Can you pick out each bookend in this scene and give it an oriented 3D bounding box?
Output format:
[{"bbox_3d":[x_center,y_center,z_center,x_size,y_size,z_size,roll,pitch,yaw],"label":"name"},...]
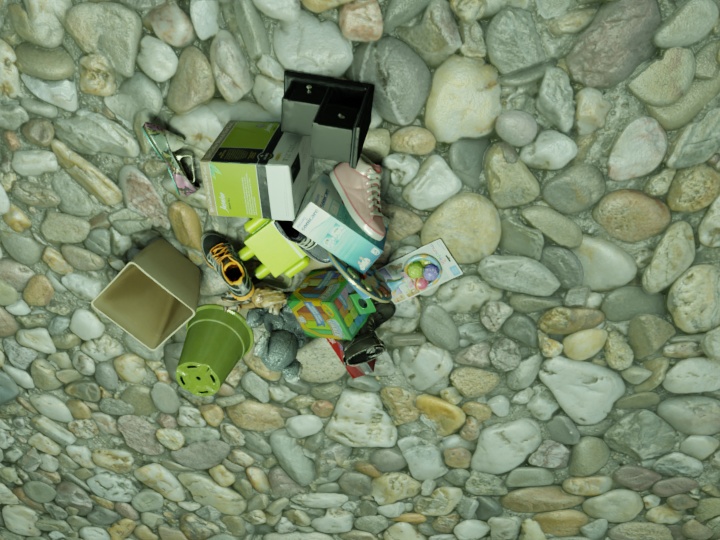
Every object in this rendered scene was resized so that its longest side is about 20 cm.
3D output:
[{"bbox_3d":[-0.084,-0.311,1.418,0.197,0.200,0.093,10,129,5],"label":"bookend"}]

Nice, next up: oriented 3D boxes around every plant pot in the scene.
[{"bbox_3d":[-0.520,0.042,1.770,0.199,0.178,0.199,41,122,-19],"label":"plant pot"},{"bbox_3d":[-0.407,0.229,1.876,0.197,0.191,0.202,5,126,7],"label":"plant pot"}]

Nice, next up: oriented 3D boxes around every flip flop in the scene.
[{"bbox_3d":[-0.270,0.008,1.772,0.197,0.058,0.082,18,127,-2],"label":"flip flop"}]

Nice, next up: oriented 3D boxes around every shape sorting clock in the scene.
[{"bbox_3d":[0.000,0.000,1.629,0.200,0.201,0.039,42,107,-18],"label":"shape sorting clock"}]

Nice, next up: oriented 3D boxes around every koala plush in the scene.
[{"bbox_3d":[-0.203,0.178,1.791,0.182,0.201,0.178,-29,115,27],"label":"koala plush"}]

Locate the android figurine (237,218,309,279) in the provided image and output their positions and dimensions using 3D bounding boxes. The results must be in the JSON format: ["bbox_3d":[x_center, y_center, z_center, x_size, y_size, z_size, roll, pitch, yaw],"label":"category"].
[{"bbox_3d":[-0.197,-0.067,1.697,0.199,0.041,0.182,-36,113,14],"label":"android figurine"}]

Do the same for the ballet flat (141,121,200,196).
[{"bbox_3d":[-0.428,-0.264,1.612,0.070,0.069,0.202,-20,125,3],"label":"ballet flat"}]

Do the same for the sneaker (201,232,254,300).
[{"bbox_3d":[-0.327,-0.021,1.705,0.200,0.078,0.077,49,168,19],"label":"sneaker"}]

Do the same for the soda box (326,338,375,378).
[{"bbox_3d":[-0.034,0.191,1.853,0.069,0.064,0.201,-19,119,22],"label":"soda box"}]

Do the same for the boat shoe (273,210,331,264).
[{"bbox_3d":[-0.131,-0.074,1.621,0.074,0.093,0.200,-40,112,17],"label":"boat shoe"}]

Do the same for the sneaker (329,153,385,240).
[{"bbox_3d":[0.017,-0.171,1.532,0.104,0.075,0.202,-38,70,22],"label":"sneaker"}]

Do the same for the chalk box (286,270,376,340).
[{"bbox_3d":[-0.056,0.084,1.702,0.198,0.124,0.126,-1,129,41],"label":"chalk box"}]

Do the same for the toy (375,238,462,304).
[{"bbox_3d":[0.137,0.016,1.704,0.198,0.048,0.116,-24,119,26],"label":"toy"}]

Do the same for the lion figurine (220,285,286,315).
[{"bbox_3d":[-0.276,0.072,1.792,0.121,0.199,0.074,-9,99,-29],"label":"lion figurine"}]

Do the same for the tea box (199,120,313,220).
[{"bbox_3d":[-0.218,-0.221,1.509,0.193,0.201,0.135,5,127,9],"label":"tea box"}]

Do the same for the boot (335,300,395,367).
[{"bbox_3d":[0.026,0.160,1.718,0.198,0.174,0.070,-28,116,-10],"label":"boot"}]

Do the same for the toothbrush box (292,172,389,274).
[{"bbox_3d":[-0.041,-0.109,1.588,0.199,0.147,0.085,33,123,-12],"label":"toothbrush box"}]
